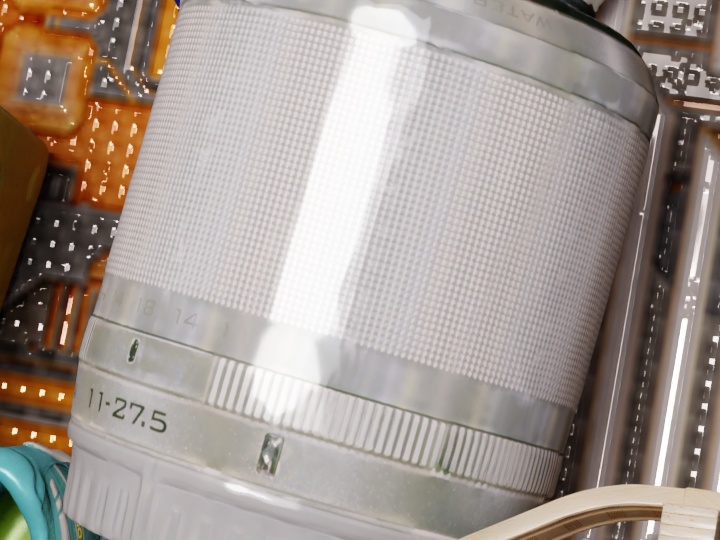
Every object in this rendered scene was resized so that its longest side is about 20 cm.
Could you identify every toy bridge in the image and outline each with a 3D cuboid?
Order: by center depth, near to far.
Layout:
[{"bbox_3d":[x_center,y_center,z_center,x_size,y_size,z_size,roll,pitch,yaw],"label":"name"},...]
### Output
[{"bbox_3d":[0.087,0.093,0.585,0.198,0.027,0.068,4,72,22],"label":"toy bridge"}]

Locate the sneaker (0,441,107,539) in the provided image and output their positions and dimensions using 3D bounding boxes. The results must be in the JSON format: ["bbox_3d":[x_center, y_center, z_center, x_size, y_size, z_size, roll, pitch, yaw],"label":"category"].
[{"bbox_3d":[-0.143,0.154,0.747,0.077,0.080,0.202,10,74,20],"label":"sneaker"}]

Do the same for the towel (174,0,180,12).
[{"bbox_3d":[-0.047,-0.193,0.790,0.148,0.049,0.201,-41,69,44],"label":"towel"}]

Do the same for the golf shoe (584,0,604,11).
[{"bbox_3d":[0.040,-0.186,0.764,0.078,0.097,0.202,-18,78,8],"label":"golf shoe"}]

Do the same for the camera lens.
[{"bbox_3d":[0.000,0.000,0.705,0.159,0.160,0.202,15,88,16],"label":"camera lens"}]

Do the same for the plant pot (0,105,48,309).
[{"bbox_3d":[-0.220,-0.013,0.757,0.175,0.200,0.202,18,85,5],"label":"plant pot"}]
